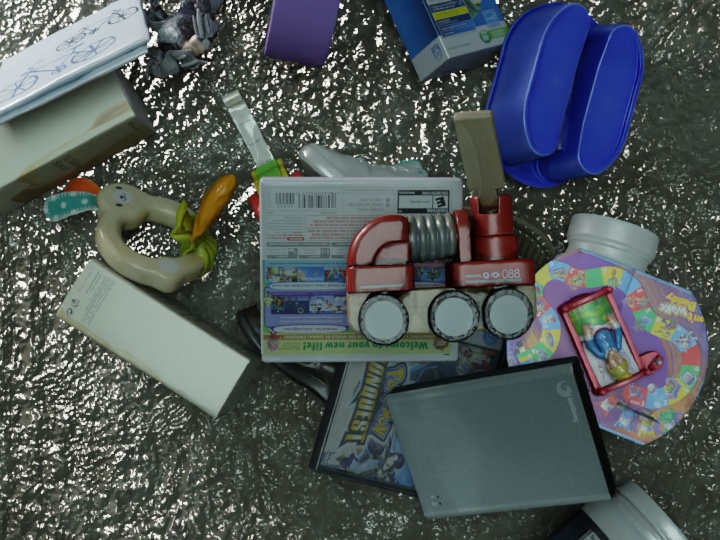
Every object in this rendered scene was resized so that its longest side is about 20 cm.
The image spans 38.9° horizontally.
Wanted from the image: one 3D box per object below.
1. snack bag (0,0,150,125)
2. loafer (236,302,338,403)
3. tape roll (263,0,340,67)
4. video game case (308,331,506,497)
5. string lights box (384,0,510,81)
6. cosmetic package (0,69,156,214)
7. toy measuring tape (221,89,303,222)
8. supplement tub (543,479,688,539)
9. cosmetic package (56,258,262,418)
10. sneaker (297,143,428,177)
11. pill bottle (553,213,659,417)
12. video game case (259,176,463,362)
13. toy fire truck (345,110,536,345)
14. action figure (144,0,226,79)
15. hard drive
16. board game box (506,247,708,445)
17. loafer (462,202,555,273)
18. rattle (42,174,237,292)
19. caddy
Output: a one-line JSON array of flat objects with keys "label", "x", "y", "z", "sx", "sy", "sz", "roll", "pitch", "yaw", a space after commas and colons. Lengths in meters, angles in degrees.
[{"label": "snack bag", "x": -0.309, "y": -0.227, "z": 1.083, "sx": 0.187, "sy": 0.200, "sz": 0.022, "roll": -27, "pitch": 121, "yaw": 0}, {"label": "loafer", "x": -0.045, "y": 0.094, "z": 1.097, "sx": 0.199, "sy": 0.073, "sz": 0.072, "roll": 38, "pitch": 85, "yaw": -6}, {"label": "tape roll", "x": -0.052, "y": -0.317, "z": 1.055, "sx": 0.065, "sy": 0.200, "sz": 0.202, "roll": 9, "pitch": 86, "yaw": -9}, {"label": "video game case", "x": 0.056, "y": 0.132, "z": 1.073, "sx": 0.179, "sy": 0.025, "sz": 0.202, "roll": 18, "pitch": 85, "yaw": -22}, {"label": "string lights box", "x": 0.075, "y": -0.315, "z": 1.104, "sx": 0.102, "sy": 0.059, "sz": 0.202, "roll": -22, "pitch": 85, "yaw": -34}, {"label": "cosmetic package", "x": -0.332, "y": -0.141, "z": 1.104, "sx": 0.199, "sy": 0.105, "sz": 0.072, "roll": -28, "pitch": 87, "yaw": 1}, {"label": "toy measuring tape", "x": -0.102, "y": -0.111, "z": 1.110, "sx": 0.073, "sy": 0.074, "sz": 0.201, "roll": -26, "pitch": 86, "yaw": 0}, {"label": "supplement tub", "x": 0.237, "y": 0.324, "z": 1.031, "sx": 0.200, "sy": 0.140, "sz": 0.141, "roll": -39, "pitch": 85, "yaw": -2}, {"label": "cosmetic package", "x": -0.209, "y": 0.071, "z": 1.084, "sx": 0.199, "sy": 0.104, "sz": 0.073, "roll": 32, "pitch": 88, "yaw": 5}, {"label": "sneaker", "x": 0.028, "y": -0.092, "z": 1.109, "sx": 0.199, "sy": 0.075, "sz": 0.089, "roll": 34, "pitch": 84, "yaw": -6}, {"label": "pill bottle", "x": 0.239, "y": 0.050, "z": 1.065, "sx": 0.115, "sy": 0.116, "sz": 0.202, "roll": 17, "pitch": 85, "yaw": 3}, {"label": "video game case", "x": 0.000, "y": 0.000, "z": 1.005, "sx": 0.198, "sy": 0.022, "sz": 0.184, "roll": 0, "pitch": 102, "yaw": -3}, {"label": "toy fire truck", "x": 0.072, "y": -0.036, "z": 0.937, "sx": 0.174, "sy": 0.129, "sz": 0.202, "roll": -2, "pitch": 90, "yaw": -2}, {"label": "action figure", "x": -0.180, "y": -0.290, "z": 1.116, "sx": 0.129, "sy": 0.069, "sz": 0.201, "roll": 21, "pitch": 74, "yaw": 39}, {"label": "hard drive", "x": 0.137, "y": 0.167, "z": 1.003, "sx": 0.198, "sy": 0.033, "sz": 0.141, "roll": -14, "pitch": 101, "yaw": 28}, {"label": "board game box", "x": 0.243, "y": 0.071, "z": 0.984, "sx": 0.198, "sy": 0.039, "sz": 0.159, "roll": 22, "pitch": 86, "yaw": 2}, {"label": "loafer", "x": 0.105, "y": -0.039, "z": 1.047, "sx": 0.198, "sy": 0.068, "sz": 0.076, "roll": 18, "pitch": 104, "yaw": -8}, {"label": "rattle", "x": -0.238, "y": -0.080, "z": 1.071, "sx": 0.200, "sy": 0.143, "sz": 0.130, "roll": 40, "pitch": 58, "yaw": 16}, {"label": "caddy", "x": 0.212, "y": -0.189, "z": 1.090, "sx": 0.140, "sy": 0.105, "sz": 0.202, "roll": 17, "pitch": 88, "yaw": -20}]
